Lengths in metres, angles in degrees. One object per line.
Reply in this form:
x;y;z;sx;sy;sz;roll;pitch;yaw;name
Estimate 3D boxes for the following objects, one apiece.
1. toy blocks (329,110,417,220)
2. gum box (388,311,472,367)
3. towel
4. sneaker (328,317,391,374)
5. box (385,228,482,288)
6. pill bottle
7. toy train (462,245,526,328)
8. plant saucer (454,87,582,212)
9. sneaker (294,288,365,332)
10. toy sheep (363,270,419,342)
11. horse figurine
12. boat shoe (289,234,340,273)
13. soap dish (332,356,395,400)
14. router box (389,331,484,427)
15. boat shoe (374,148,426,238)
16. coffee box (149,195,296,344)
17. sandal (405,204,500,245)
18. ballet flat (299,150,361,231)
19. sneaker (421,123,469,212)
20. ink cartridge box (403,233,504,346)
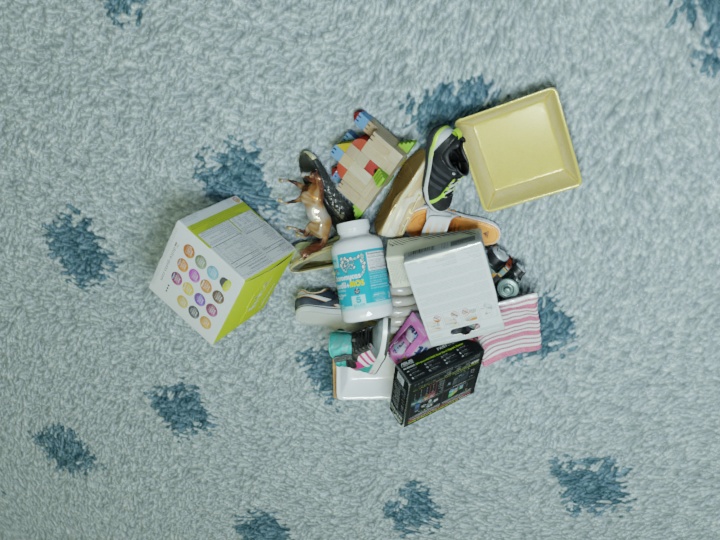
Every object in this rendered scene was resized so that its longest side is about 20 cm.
0.002;-0.224;1.412;0.136;0.100;0.201;40;122;4;toy blocks
0.154;0.162;1.518;0.198;0.066;0.114;12;121;-45;gum box
0.317;0.129;1.495;0.144;0.030;0.201;-17;138;3;towel
-0.006;0.152;1.475;0.118;0.085;0.201;11;144;-7;sneaker
0.154;-0.025;1.418;0.196;0.069;0.083;-6;125;10;box
0.000;0.000;1.435;0.109;0.111;0.204;-10;89;20;pill bottle
0.260;0.038;1.493;0.114;0.085;0.200;42;121;0;toy train
0.305;-0.233;1.343;0.197;0.049;0.202;-15;114;21;plant saucer
-0.058;0.090;1.611;0.197;0.080;0.079;16;134;-24;sneaker
0.076;0.065;1.528;0.135;0.138;0.204;4;114;12;toy sheep
-0.109;-0.121;1.476;0.131;0.050;0.203;3;118;34;horse figurine
-0.064;-0.032;1.534;0.197;0.064;0.074;-4;139;18;boat shoe
0.033;0.223;1.631;0.196;0.082;0.160;-2;120;-4;soap dish
0.162;0.233;1.489;0.197;0.062;0.152;-20;137;-23;router box
0.101;-0.153;1.435;0.068;0.074;0.202;19;117;-25;boat shoe
-0.297;-0.004;1.516;0.197;0.200;0.201;40;123;9;coffee box
0.190;-0.084;1.451;0.203;0.059;0.080;8;121;10;sandal
-0.068;-0.167;1.488;0.066;0.057;0.202;-13;113;52;ballet flat
0.171;-0.188;1.360;0.082;0.071;0.202;32;145;35;sneaker
0.187;0.041;1.378;0.157;0.047;0.203;-15;115;13;ink cartridge box
